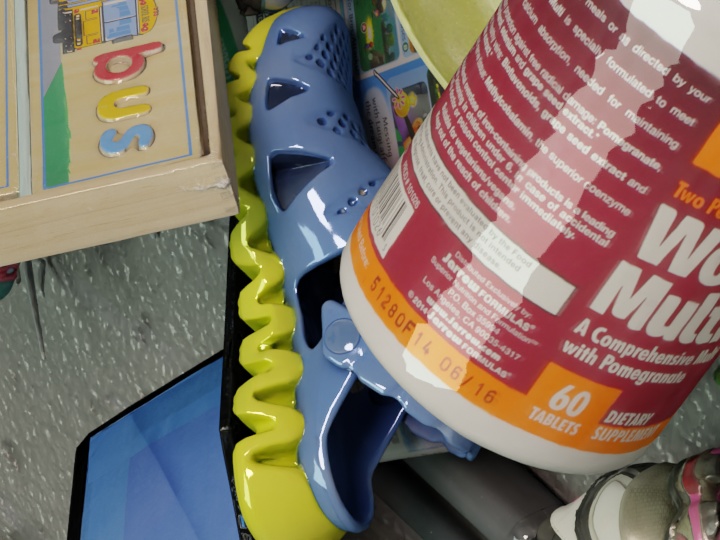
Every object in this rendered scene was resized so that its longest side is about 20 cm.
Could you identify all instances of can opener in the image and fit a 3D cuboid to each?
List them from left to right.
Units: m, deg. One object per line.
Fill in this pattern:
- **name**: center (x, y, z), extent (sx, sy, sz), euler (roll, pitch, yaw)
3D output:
- **can opener**: center (0.051, 0.105, 0.995), extent (0.200, 0.066, 0.053), euler (46, 137, 38)

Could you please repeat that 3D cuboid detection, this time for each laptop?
- **laptop**: center (-0.082, 0.065, 1.040), extent (0.200, 0.103, 0.177), euler (83, -176, -45)

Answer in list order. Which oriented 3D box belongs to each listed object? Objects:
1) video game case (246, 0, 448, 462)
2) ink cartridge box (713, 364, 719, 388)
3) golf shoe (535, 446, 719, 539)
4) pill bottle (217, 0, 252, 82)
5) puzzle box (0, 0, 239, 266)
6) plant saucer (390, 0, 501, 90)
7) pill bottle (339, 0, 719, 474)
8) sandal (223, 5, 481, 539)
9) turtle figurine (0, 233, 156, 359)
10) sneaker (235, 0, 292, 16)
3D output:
- **video game case**: center (0.024, -0.035, 0.962), extent (0.182, 0.024, 0.200), euler (-15, 81, 54)
- **ink cartridge box**: center (0.205, 0.013, 0.721), extent (0.145, 0.084, 0.200), euler (54, 141, 22)
- **golf shoe**: center (0.122, 0.161, 0.901), extent (0.092, 0.073, 0.200), euler (-18, 85, 36)
- **pill bottle**: center (-0.149, -0.063, 1.047), extent (0.113, 0.200, 0.113), euler (43, 148, 35)
- **puzzle box**: center (-0.115, -0.077, 0.940), extent (0.200, 0.133, 0.025), euler (-100, -3, -49)
- **plant saucer**: center (0.096, -0.120, 0.801), extent (0.200, 0.031, 0.200), euler (7, 106, 26)
- **pill bottle**: center (0.086, -0.048, 0.744), extent (0.110, 0.110, 0.200), euler (49, 121, 28)
- **sandal**: center (0.000, 0.000, 0.930), extent (0.087, 0.079, 0.200), euler (-12, 73, 17)
- **turtle figurine**: center (-0.168, -0.060, 1.182), extent (0.150, 0.101, 0.200), euler (-20, 84, 55)
- **sneaker**: center (-0.011, -0.141, 0.925), extent (0.200, 0.072, 0.072), euler (138, 116, -70)
